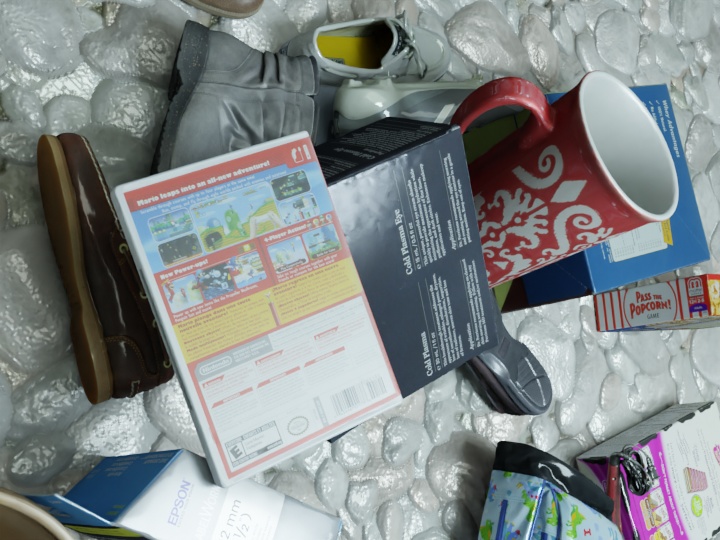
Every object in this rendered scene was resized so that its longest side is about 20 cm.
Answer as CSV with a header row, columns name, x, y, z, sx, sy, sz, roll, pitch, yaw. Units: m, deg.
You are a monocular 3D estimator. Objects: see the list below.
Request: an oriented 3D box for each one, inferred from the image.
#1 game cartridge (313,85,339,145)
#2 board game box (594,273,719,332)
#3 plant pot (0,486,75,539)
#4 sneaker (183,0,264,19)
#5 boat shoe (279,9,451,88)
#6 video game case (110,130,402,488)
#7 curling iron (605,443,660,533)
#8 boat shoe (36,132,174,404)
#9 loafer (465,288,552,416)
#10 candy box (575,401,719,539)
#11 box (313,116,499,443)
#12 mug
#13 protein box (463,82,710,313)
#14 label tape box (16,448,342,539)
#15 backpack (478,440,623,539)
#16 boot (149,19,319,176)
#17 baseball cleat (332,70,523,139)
name,x,y,z,sx,sy,sz,roll,pitch,yaw
game cartridge,0.015,-0.096,0.855,0.199,0.040,0.135,17,75,-32
board game box,0.393,0.040,1.026,0.199,0.151,0.047,2,79,-36
plant pot,-0.265,0.222,0.542,0.199,0.092,0.203,1,89,-29
sneaker,-0.153,-0.290,0.748,0.199,0.075,0.071,34,63,-25
boat shoe,0.025,-0.214,0.854,0.201,0.086,0.075,-8,85,-36
video game case,-0.064,0.021,0.593,0.142,0.017,0.202,-21,93,-27
curling iron,0.266,0.272,0.917,0.025,0.049,0.202,-15,118,-44
boat shoe,-0.190,-0.005,0.669,0.070,0.070,0.202,-14,97,-30
loafer,0.109,0.066,0.873,0.201,0.063,0.072,53,46,-13
candy box,0.339,0.241,1.002,0.199,0.061,0.138,-14,89,-36
box,0.000,0.000,0.730,0.181,0.104,0.202,-26,116,-28
mug,0.145,-0.083,0.789,0.178,0.199,0.133,53,43,-7
protein box,0.237,-0.078,0.947,0.199,0.135,0.200,-12,87,-36
label tape box,-0.134,0.167,0.625,0.199,0.143,0.067,34,61,-26
backpack,0.173,0.288,0.835,0.163,0.153,0.201,41,71,-39
boot,-0.098,-0.106,0.736,0.131,0.070,0.202,14,73,-17
baseball cleat,0.065,-0.130,0.833,0.198,0.070,0.107,-4,102,-22
